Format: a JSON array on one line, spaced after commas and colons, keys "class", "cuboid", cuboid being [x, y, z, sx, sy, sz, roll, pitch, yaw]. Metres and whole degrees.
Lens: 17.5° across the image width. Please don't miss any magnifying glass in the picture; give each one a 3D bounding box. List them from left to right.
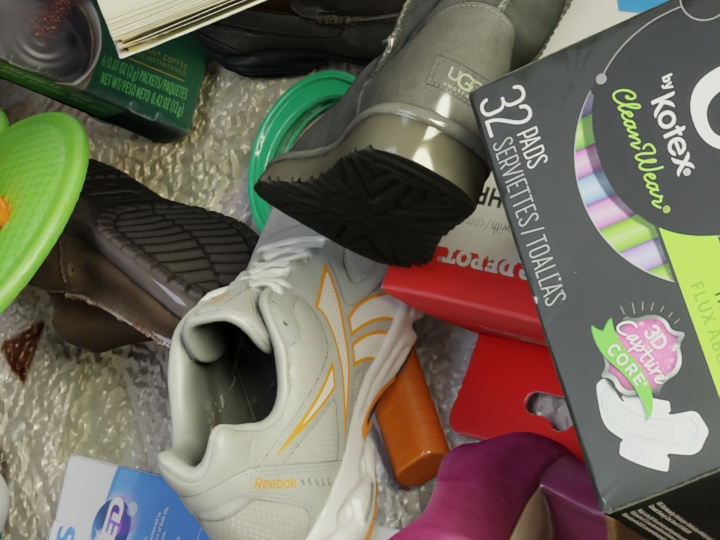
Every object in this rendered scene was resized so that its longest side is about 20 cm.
[{"class": "magnifying glass", "cuboid": [0.000, 0.000, 0.985, 0.079, 0.022, 0.201, -37, 50, 25]}]

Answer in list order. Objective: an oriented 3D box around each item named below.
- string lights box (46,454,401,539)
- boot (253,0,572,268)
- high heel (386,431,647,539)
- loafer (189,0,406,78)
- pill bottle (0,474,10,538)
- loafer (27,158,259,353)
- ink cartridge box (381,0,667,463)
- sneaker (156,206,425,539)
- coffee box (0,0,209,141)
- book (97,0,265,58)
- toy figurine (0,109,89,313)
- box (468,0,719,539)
[{"class": "string lights box", "cuboid": [-0.050, 0.143, 0.943, 0.199, 0.059, 0.104, 8, 78, 43]}, {"class": "boot", "cuboid": [0.046, -0.106, 0.849, 0.201, 0.072, 0.182, -67, 18, -15]}, {"class": "high heel", "cuboid": [0.018, 0.101, 0.814, 0.095, 0.199, 0.068, 13, 116, 39]}, {"class": "loafer", "cuboid": [-0.008, -0.127, 1.005, 0.199, 0.072, 0.073, -11, 65, 38]}, {"class": "pill bottle", "cuboid": [-0.227, 0.140, 1.068, 0.110, 0.110, 0.202, 10, 80, 43]}, {"class": "loafer", "cuboid": [-0.101, 0.004, 1.047, 0.200, 0.073, 0.072, 31, 119, 54]}, {"class": "ink cartridge box", "cuboid": [0.085, -0.031, 0.886, 0.116, 0.067, 0.202, 11, 81, 44]}, {"class": "sneaker", "cuboid": [-0.029, 0.022, 0.901, 0.075, 0.092, 0.201, -17, 44, 25]}, {"class": "coffee box", "cuboid": [-0.114, -0.175, 1.083, 0.044, 0.122, 0.202, -3, 70, 54]}, {"class": "book", "cuboid": [-0.021, -0.163, 0.957, 0.199, 0.048, 0.134, -21, 26, -3]}, {"class": "toy figurine", "cuboid": [-0.237, -0.074, 1.020, 0.150, 0.184, 0.200, -43, 28, 7]}, {"class": "box", "cuboid": [0.159, -0.014, 0.729, 0.199, 0.124, 0.150, -23, 67, 15]}]
